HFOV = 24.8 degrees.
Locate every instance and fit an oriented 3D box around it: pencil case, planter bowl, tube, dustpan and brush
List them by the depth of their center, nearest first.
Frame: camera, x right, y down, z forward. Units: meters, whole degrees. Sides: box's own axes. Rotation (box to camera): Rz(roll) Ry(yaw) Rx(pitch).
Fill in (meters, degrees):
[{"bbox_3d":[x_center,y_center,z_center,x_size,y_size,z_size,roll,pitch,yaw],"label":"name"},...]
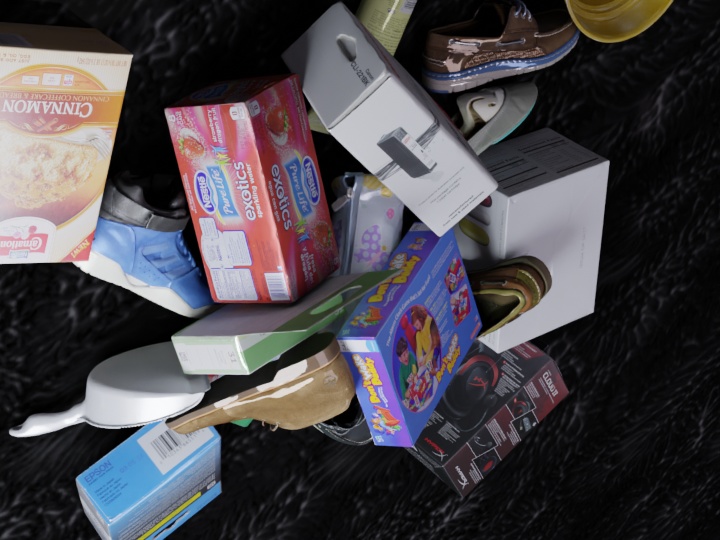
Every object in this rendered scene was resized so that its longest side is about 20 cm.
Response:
[{"bbox_3d":[-0.250,0.127,1.618,0.198,0.140,0.058,-6,111,-8],"label":"dustpan and brush"},{"bbox_3d":[0.007,-0.226,1.657,0.052,0.058,0.201,-57,171,-71],"label":"tube"},{"bbox_3d":[0.000,0.000,1.691,0.091,0.082,0.202,48,47,-75],"label":"pencil case"},{"bbox_3d":[0.267,-0.356,1.769,0.199,0.083,0.202,-21,127,-31],"label":"planter bowl"}]

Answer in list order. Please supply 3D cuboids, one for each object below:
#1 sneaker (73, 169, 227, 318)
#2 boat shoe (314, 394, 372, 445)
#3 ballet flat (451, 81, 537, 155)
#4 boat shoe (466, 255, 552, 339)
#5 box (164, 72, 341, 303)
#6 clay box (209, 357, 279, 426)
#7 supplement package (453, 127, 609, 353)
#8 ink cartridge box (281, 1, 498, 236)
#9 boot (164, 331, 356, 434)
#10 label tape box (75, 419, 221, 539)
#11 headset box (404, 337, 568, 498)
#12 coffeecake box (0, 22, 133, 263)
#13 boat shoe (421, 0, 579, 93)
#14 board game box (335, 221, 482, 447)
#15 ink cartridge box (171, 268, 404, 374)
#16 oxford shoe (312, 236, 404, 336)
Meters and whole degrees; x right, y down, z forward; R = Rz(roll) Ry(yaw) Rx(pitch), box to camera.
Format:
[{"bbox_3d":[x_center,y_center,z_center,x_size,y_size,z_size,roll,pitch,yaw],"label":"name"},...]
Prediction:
[{"bbox_3d":[-0.182,-0.030,1.587,0.199,0.077,0.112,25,107,-39],"label":"sneaker"},{"bbox_3d":[-0.025,0.148,1.831,0.074,0.066,0.200,-35,134,-6],"label":"boat shoe"},{"bbox_3d":[0.112,-0.153,1.774,0.200,0.067,0.064,-43,128,-12],"label":"ballet flat"},{"bbox_3d":[0.116,0.041,1.794,0.072,0.199,0.068,54,42,-7],"label":"boat shoe"},{"bbox_3d":[-0.100,-0.077,1.558,0.095,0.099,0.202,-37,120,-51],"label":"box"},{"bbox_3d":[-0.112,0.060,1.722,0.115,0.048,0.201,28,96,-48],"label":"clay box"},{"bbox_3d":[0.184,-0.036,1.871,0.155,0.111,0.202,-20,126,-31],"label":"supplement package"},{"bbox_3d":[0.028,-0.147,1.599,0.084,0.145,0.200,-40,133,9],"label":"ink cartridge box"},{"bbox_3d":[-0.097,0.131,1.588,0.198,0.074,0.076,-21,111,20],"label":"boot"},{"bbox_3d":[-0.217,0.224,1.705,0.144,0.063,0.200,-37,165,-18],"label":"label tape box"},{"bbox_3d":[0.133,0.141,1.908,0.200,0.148,0.075,-44,136,-11],"label":"headset box"},{"bbox_3d":[-0.301,-0.111,1.441,0.152,0.073,0.202,-3,117,-40],"label":"coffeecake box"},{"bbox_3d":[0.153,-0.250,1.744,0.199,0.072,0.073,-25,128,-28],"label":"boat shoe"},{"bbox_3d":[0.054,0.061,1.658,0.200,0.044,0.135,-54,134,-46],"label":"board game box"},{"bbox_3d":[-0.065,0.049,1.560,0.145,0.199,0.048,-31,110,-40],"label":"ink cartridge box"},{"bbox_3d":[-0.003,0.034,1.775,0.200,0.071,0.073,-42,132,-41],"label":"oxford shoe"}]
